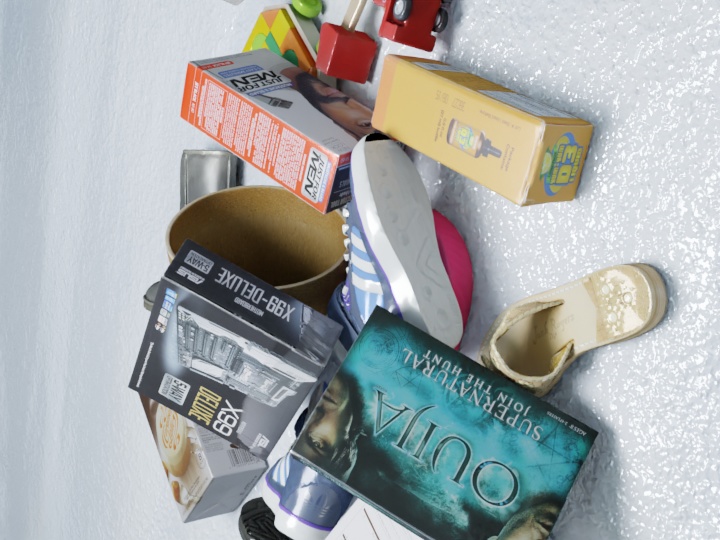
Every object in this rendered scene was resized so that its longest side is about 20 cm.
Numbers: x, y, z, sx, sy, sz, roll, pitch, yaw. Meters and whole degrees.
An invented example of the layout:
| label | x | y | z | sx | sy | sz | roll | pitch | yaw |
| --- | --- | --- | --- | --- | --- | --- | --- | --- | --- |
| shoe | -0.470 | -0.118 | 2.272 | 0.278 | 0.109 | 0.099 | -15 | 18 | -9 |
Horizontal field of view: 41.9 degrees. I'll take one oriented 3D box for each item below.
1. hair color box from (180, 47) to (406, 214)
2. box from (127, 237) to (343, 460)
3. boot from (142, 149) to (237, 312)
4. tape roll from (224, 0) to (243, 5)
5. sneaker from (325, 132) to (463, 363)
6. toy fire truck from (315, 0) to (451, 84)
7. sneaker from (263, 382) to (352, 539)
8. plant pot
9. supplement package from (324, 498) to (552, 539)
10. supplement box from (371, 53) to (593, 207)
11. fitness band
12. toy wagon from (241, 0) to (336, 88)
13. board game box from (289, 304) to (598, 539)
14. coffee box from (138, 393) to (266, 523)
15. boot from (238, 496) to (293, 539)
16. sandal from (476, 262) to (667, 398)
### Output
| label | x | y | z | sx | sy | sz | roll | pitch | yaw |
| --- | --- | --- | --- | --- | --- | --- | --- | --- | --- |
| hair color box | -0.065 | -0.139 | 0.894 | 0.199 | 0.110 | 0.065 | 35 | 126 | 25 |
| box | -0.120 | 0.080 | 0.858 | 0.156 | 0.050 | 0.201 | 29 | 140 | -3 |
| boot | -0.215 | -0.048 | 1.178 | 0.179 | 0.072 | 0.205 | 1 | 100 | 39 |
| tape roll | -0.114 | -0.381 | 0.986 | 0.203 | 0.036 | 0.206 | -49 | 32 | 45 |
| sneaker | 0.000 | 0.000 | 0.831 | 0.145 | 0.080 | 0.204 | -26 | 80 | 43 |
| toy fire truck | 0.030 | -0.262 | 0.851 | 0.141 | 0.048 | 0.204 | 41 | 119 | 53 |
| sneaker | -0.036 | 0.179 | 0.940 | 0.200 | 0.079 | 0.149 | 178 | 115 | -83 |
| plant pot | -0.101 | 0.046 | 0.973 | 0.186 | 0.184 | 0.203 | 42 | 141 | 42 |
| supplement package | 0.050 | 0.254 | 0.807 | 0.121 | 0.119 | 0.201 | 58 | 135 | 29 |
| supplement box | 0.093 | -0.119 | 0.770 | 0.199 | 0.068 | 0.068 | 38 | 122 | 47 |
| fitness band | 0.038 | 0.036 | 0.878 | 0.143 | 0.037 | 0.204 | 40 | 124 | 44 |
| toy wagon | -0.068 | -0.187 | 0.998 | 0.156 | 0.039 | 0.202 | -53 | 52 | 41 |
| board game box | 0.063 | 0.133 | 0.715 | 0.197 | 0.137 | 0.028 | 28 | 161 | 13 |
| coffee box | -0.203 | 0.190 | 1.171 | 0.115 | 0.078 | 0.202 | -54 | 52 | 39 |
| boot | -0.086 | 0.373 | 1.031 | 0.211 | 0.078 | 0.160 | 47 | 128 | 40 |
| sandal | 0.133 | 0.052 | 0.725 | 0.211 | 0.069 | 0.079 | -38 | 64 | 48 |
